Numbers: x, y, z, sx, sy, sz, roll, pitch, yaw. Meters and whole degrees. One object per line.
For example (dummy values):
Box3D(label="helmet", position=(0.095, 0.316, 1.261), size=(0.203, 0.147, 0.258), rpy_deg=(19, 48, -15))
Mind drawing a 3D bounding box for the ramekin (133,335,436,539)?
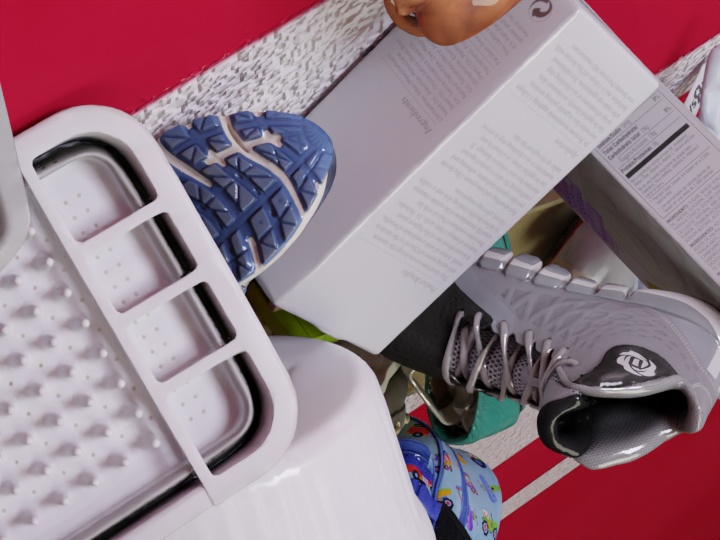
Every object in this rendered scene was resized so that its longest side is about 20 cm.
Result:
Box3D(label="ramekin", position=(-0.070, 0.109, 0.869), size=(0.200, 0.200, 0.098), rpy_deg=(-25, 113, -32))

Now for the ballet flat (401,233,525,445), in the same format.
Box3D(label="ballet flat", position=(0.055, 0.034, 1.075), size=(0.070, 0.067, 0.201), rpy_deg=(-32, 136, -21))

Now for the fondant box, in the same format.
Box3D(label="fondant box", position=(0.165, -0.037, 0.994), size=(0.058, 0.200, 0.144), rpy_deg=(-39, 160, -4))

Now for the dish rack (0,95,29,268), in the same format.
Box3D(label="dish rack", position=(-0.203, -0.028, 0.614), size=(0.171, 0.044, 0.200), rpy_deg=(-32, 155, -19))

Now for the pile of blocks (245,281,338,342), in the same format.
Box3D(label="pile of blocks", position=(0.000, 0.000, 0.996), size=(0.200, 0.062, 0.082), rpy_deg=(-46, 158, 17))

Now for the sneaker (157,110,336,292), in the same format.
Box3D(label="sneaker", position=(-0.085, -0.006, 0.850), size=(0.200, 0.077, 0.085), rpy_deg=(-38, 170, 21))

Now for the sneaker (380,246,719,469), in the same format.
Box3D(label="sneaker", position=(0.083, 0.046, 0.911), size=(0.116, 0.199, 0.075), rpy_deg=(-55, 146, -59))

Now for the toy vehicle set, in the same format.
Box3D(label="toy vehicle set", position=(0.067, 0.012, 1.183), size=(0.124, 0.027, 0.200), rpy_deg=(-18, 151, -44))

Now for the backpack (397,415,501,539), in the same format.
Box3D(label="backpack", position=(-0.004, 0.168, 1.184), size=(0.182, 0.200, 0.135), rpy_deg=(-9, 130, 27))

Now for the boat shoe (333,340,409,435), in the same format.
Box3D(label="boat shoe", position=(-0.012, 0.088, 1.062), size=(0.072, 0.061, 0.202), rpy_deg=(-4, -168, 17))

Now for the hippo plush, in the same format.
Box3D(label="hippo plush", position=(0.227, -0.009, 1.171), size=(0.200, 0.161, 0.159), rpy_deg=(-53, 174, 4))

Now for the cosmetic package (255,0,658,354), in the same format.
Box3D(label="cosmetic package", position=(0.037, -0.059, 0.893), size=(0.200, 0.071, 0.101), rpy_deg=(-44, 147, 11))

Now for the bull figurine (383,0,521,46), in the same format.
Box3D(label="bull figurine", position=(0.082, -0.174, 0.769), size=(0.200, 0.065, 0.121), rpy_deg=(-46, 155, 12))

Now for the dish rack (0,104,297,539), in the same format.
Box3D(label="dish rack", position=(-0.143, 0.046, 0.747), size=(0.200, 0.172, 0.044), rpy_deg=(-32, -170, -17))
